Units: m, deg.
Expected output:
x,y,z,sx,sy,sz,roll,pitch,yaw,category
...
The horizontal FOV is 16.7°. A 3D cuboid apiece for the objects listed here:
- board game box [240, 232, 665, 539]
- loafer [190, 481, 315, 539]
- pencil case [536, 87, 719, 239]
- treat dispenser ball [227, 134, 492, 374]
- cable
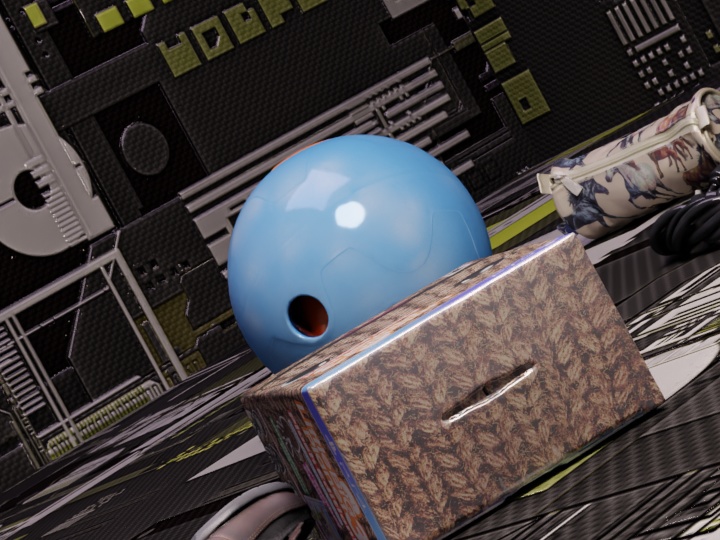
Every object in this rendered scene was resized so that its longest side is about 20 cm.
x,y,z,sx,sy,sz,roll,pitch,yaw,category
0.041,0.068,1.281,0.159,0.097,0.200,-30,3,-14,board game box
-0.070,0.166,1.219,0.200,0.063,0.072,-26,-32,-60,loafer
0.253,-0.093,2.154,0.089,0.078,0.199,4,-21,-43,pencil case
0.000,0.000,1.826,0.200,0.202,0.201,-29,3,2,treat dispenser ball
0.286,-0.069,1.728,0.163,0.051,0.200,-31,4,-23,cable
